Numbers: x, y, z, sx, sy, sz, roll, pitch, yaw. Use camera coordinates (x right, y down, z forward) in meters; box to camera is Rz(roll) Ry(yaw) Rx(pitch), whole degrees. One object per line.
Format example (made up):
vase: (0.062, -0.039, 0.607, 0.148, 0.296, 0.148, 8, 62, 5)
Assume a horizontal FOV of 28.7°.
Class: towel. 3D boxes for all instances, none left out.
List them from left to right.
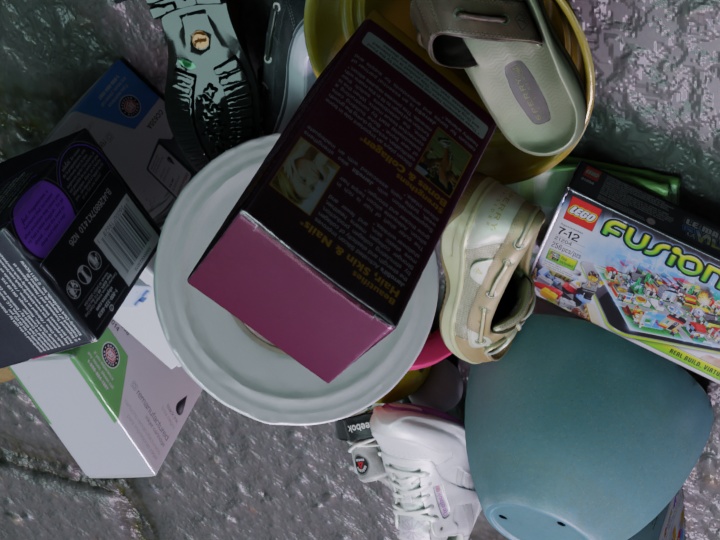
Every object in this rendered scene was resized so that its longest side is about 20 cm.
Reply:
towel: (0.165, -0.001, 1.069, 0.148, 0.031, 0.201, 12, 136, 20)

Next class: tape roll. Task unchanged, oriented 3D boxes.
tape roll: (-0.046, 0.006, 0.989, 0.201, 0.203, 0.071, 34, 173, -5)

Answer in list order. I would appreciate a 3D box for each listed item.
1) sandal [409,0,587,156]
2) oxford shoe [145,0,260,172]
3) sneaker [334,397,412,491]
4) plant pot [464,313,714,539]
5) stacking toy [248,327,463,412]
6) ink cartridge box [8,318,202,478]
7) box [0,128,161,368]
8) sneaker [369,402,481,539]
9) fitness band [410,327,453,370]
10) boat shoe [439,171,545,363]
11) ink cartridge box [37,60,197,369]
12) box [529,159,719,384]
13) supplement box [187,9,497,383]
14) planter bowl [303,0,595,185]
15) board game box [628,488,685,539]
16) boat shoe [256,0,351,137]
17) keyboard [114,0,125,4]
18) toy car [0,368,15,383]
sandal: (0.071, -0.143, 0.830, 0.079, 0.058, 0.201, -18, 120, 41)
oxford shoe: (-0.106, -0.162, 1.026, 0.072, 0.085, 0.202, -1, 118, 10)
sneaker: (0.015, 0.138, 1.258, 0.074, 0.089, 0.200, -18, 119, 43)
plant pot: (0.163, 0.147, 1.105, 0.198, 0.136, 0.201, 20, 153, 10)
stacking toy: (0.014, 0.060, 1.177, 0.199, 0.148, 0.145, 31, 144, -32)
ink cartridge box: (-0.197, 0.055, 1.214, 0.084, 0.201, 0.147, -5, 130, 30)
box: (-0.262, -0.005, 1.022, 0.198, 0.123, 0.107, -15, 122, 35)
sneaker: (0.059, 0.180, 1.185, 0.074, 0.100, 0.200, 7, 153, 31)
fitness band: (0.000, 0.000, 1.063, 0.198, 0.145, 0.037, 10, 171, -15)
boat shoe: (0.098, 0.011, 0.988, 0.063, 0.073, 0.202, 24, 149, 21)
ink cartridge box: (-0.173, -0.045, 1.137, 0.200, 0.147, 0.086, 42, 136, -14)
box: (0.224, 0.010, 1.001, 0.198, 0.035, 0.111, 26, 137, 9)
supplement box: (-0.006, -0.048, 0.861, 0.110, 0.201, 0.086, 36, 140, -8)
planter bowl: (0.069, -0.159, 0.924, 0.198, 0.084, 0.202, 17, 138, 16)
board game box: (0.227, 0.265, 1.243, 0.102, 0.105, 0.201, 8, 134, 25)
boat shoe: (-0.051, -0.134, 1.040, 0.066, 0.070, 0.201, 48, 155, 20)
keyboard: (-0.223, -0.283, 1.024, 0.126, 0.021, 0.201, -8, 126, 36)
toy car: (-0.317, 0.048, 1.274, 0.156, 0.201, 0.165, -7, 128, 36)
